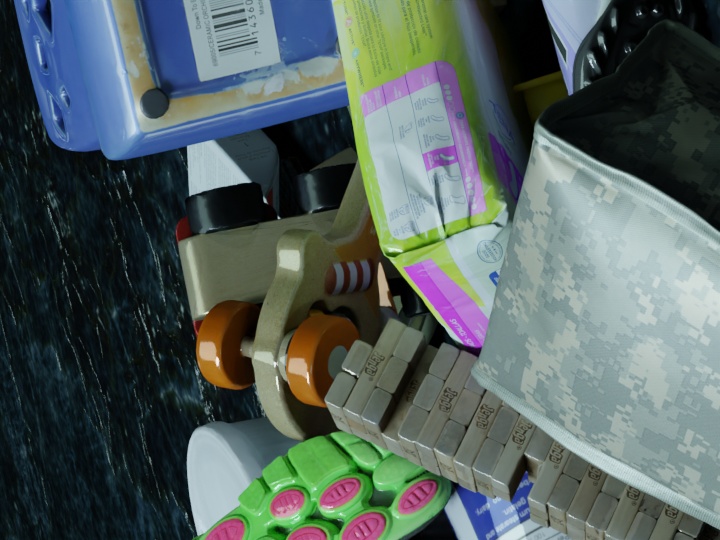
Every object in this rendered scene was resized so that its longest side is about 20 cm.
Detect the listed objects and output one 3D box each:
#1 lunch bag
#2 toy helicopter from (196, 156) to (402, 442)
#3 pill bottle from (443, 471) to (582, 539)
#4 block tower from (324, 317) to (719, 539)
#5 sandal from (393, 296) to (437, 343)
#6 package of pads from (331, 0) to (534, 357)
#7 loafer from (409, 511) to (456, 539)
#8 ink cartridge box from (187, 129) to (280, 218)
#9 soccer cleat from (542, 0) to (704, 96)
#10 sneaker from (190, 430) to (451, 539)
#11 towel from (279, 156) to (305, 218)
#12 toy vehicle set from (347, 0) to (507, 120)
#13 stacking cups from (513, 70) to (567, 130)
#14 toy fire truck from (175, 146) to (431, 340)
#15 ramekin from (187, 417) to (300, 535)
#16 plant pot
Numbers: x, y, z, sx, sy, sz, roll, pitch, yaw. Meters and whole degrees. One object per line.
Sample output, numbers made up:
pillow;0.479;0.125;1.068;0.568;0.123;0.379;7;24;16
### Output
lunch bag;0.164;0.020;0.802;0.200;0.117;0.164;36;141;23
toy helicopter;0.000;0.000;1.046;0.079;0.132;0.201;7;70;36
pill bottle;0.116;0.143;1.005;0.201;0.119;0.120;66;157;20
block tower;0.084;0.089;0.934;0.199;0.054;0.058;24;166;14
sandal;0.014;0.096;1.277;0.201;0.057;0.080;-61;31;30
package of pads;0.047;-0.064;0.956;0.155;0.068;0.201;50;-156;-55
loafer;0.062;0.176;1.163;0.200;0.072;0.073;70;-177;-56
ink cartridge box;-0.068;-0.007;1.408;0.200;0.057;0.163;43;142;43
soccer cleat;0.113;-0.134;0.901;0.073;0.068;0.201;-173;74;-67
sneaker;-0.029;0.148;1.032;0.200;0.084;0.077;-34;60;26
towel;-0.025;0.035;1.404;0.200;0.022;0.147;62;154;29
toy vehicle set;0.019;-0.171;1.150;0.125;0.026;0.200;70;158;11
stacking cups;0.134;-0.006;0.957;0.060;0.060;0.201;-6;103;68
toy fire truck;-0.026;-0.021;1.194;0.200;0.175;0.129;133;125;-83
ramekin;-0.056;0.204;1.494;0.202;0.094;0.203;47;146;47
plant pot;-0.091;-0.172;1.086;0.180;0.199;0.201;-141;38;-68
